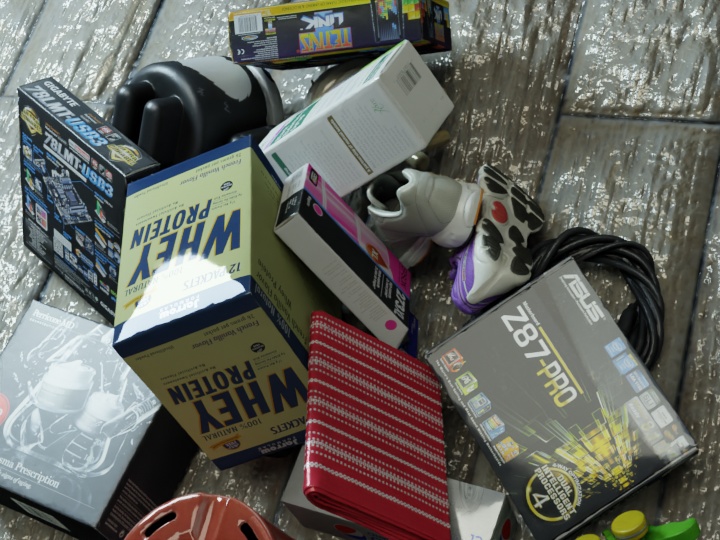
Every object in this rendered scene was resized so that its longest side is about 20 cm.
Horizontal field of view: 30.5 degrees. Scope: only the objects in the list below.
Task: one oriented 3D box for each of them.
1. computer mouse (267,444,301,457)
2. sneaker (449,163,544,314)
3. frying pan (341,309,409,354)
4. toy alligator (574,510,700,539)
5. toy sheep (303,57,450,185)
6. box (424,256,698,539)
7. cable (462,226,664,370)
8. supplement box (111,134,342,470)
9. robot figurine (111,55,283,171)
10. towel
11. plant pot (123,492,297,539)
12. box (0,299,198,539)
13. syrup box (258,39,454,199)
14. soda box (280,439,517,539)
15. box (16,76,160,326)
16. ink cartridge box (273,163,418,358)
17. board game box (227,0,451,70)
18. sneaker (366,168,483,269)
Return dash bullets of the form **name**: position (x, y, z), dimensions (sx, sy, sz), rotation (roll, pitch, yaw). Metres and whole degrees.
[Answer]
- **computer mouse**: position (-0.045, 0.139, 1.224), dimensions (0.198, 0.034, 0.059), rotation (-8, 64, 34)
- **sneaker**: position (0.117, -0.031, 1.251), dimensions (0.083, 0.080, 0.201), rotation (-45, 10, 31)
- **frying pan**: position (-0.023, 0.089, 1.280), dimensions (0.115, 0.031, 0.190), rotation (-42, 52, -6)
- **toy alligator**: position (0.188, 0.251, 1.105), dimensions (0.198, 0.060, 0.054), rotation (-29, 16, 0)
- **toy sheep**: position (0.014, -0.151, 1.354), dimensions (0.138, 0.138, 0.200), rotation (-42, 38, -9)
- **box**: position (0.173, 0.116, 1.151), dimensions (0.160, 0.049, 0.201), rotation (-32, 72, 3)
- **cable**: position (0.198, 0.049, 1.220), dimensions (0.199, 0.051, 0.164), rotation (-36, 56, -6)
- **supplement box**: position (-0.112, 0.031, 1.196), dimensions (0.133, 0.201, 0.201), rotation (-20, 43, 15)
- **robot figurine**: position (-0.168, -0.162, 1.381), dimensions (0.124, 0.199, 0.152), rotation (-34, 80, 38)
- **towel**: position (0.013, 0.136, 1.115), dimensions (0.022, 0.144, 0.202), rotation (-45, 29, 33)
- **plant pot**: position (-0.106, 0.289, 1.090), dimensions (0.198, 0.196, 0.203), rotation (-8, 58, 14)
- **box**: position (-0.267, 0.152, 1.279), dimensions (0.198, 0.104, 0.184), rotation (16, 65, 25)
- **syrup box**: position (-0.016, -0.124, 1.243), dimensions (0.199, 0.082, 0.079), rotation (-27, 18, 39)
- **soda box**: position (0.034, 0.212, 1.167), dimensions (0.197, 0.068, 0.064), rotation (12, 64, 24)
- **box**: position (-0.281, -0.066, 1.360), dimensions (0.049, 0.201, 0.199), rotation (-24, 47, -38)
- **ink cartridge box**: position (0.000, 0.000, 1.216), dimensions (0.037, 0.200, 0.095), rotation (-32, 24, 21)
- **board game box**: position (-0.017, -0.245, 1.358), dimensions (0.197, 0.165, 0.058), rotation (-4, 94, 15)
- **sneaker**: position (0.038, -0.058, 1.258), dimensions (0.091, 0.200, 0.077), rotation (25, 70, -17)
